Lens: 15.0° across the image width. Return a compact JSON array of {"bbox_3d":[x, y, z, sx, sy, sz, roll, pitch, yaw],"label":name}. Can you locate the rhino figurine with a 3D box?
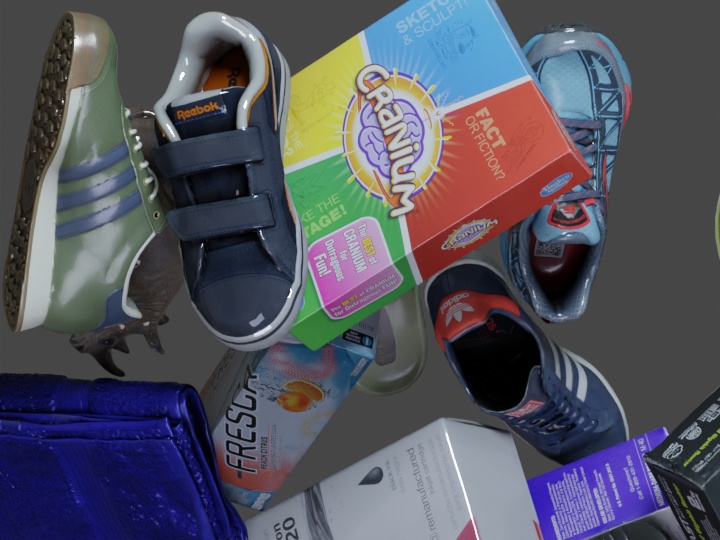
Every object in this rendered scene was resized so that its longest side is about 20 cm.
[{"bbox_3d":[-0.152,-0.017,1.719,0.087,0.060,0.200,-1,119,-5],"label":"rhino figurine"}]

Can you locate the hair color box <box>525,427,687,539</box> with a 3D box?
[{"bbox_3d":[0.136,0.185,1.851,0.200,0.065,0.109,-23,147,10],"label":"hair color box"}]

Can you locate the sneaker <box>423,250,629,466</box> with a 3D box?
[{"bbox_3d":[0.110,0.080,1.790,0.075,0.085,0.200,-35,119,17],"label":"sneaker"}]

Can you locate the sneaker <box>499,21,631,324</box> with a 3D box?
[{"bbox_3d":[0.132,-0.056,1.698,0.079,0.096,0.200,-2,123,-4],"label":"sneaker"}]

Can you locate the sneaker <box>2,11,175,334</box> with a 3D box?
[{"bbox_3d":[-0.153,-0.054,1.636,0.090,0.067,0.201,6,110,-22],"label":"sneaker"}]

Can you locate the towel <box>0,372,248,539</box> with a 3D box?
[{"bbox_3d":[-0.180,0.134,1.775,0.200,0.050,0.148,2,126,27],"label":"towel"}]

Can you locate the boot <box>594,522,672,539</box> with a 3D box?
[{"bbox_3d":[0.146,0.250,1.833,0.200,0.078,0.138,-26,150,18],"label":"boot"}]

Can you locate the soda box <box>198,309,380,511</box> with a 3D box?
[{"bbox_3d":[-0.053,0.072,1.744,0.063,0.069,0.200,18,140,-13],"label":"soda box"}]

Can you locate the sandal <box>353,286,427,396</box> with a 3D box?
[{"bbox_3d":[0.001,0.000,1.745,0.080,0.057,0.201,-17,119,6],"label":"sandal"}]

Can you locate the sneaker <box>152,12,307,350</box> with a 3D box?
[{"bbox_3d":[-0.081,-0.056,1.603,0.078,0.200,0.079,-13,156,17],"label":"sneaker"}]

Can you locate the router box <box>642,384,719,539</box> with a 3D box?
[{"bbox_3d":[0.287,0.150,1.786,0.150,0.062,0.200,-42,123,-17],"label":"router box"}]

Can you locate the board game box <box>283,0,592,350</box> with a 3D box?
[{"bbox_3d":[0.018,-0.068,1.640,0.200,0.153,0.040,-33,150,10],"label":"board game box"}]

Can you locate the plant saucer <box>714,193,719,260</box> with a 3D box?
[{"bbox_3d":[0.324,-0.045,1.760,0.199,0.031,0.200,-2,124,-3],"label":"plant saucer"}]

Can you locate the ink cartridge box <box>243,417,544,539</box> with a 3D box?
[{"bbox_3d":[0.017,0.202,1.776,0.200,0.146,0.085,-31,153,29],"label":"ink cartridge box"}]
